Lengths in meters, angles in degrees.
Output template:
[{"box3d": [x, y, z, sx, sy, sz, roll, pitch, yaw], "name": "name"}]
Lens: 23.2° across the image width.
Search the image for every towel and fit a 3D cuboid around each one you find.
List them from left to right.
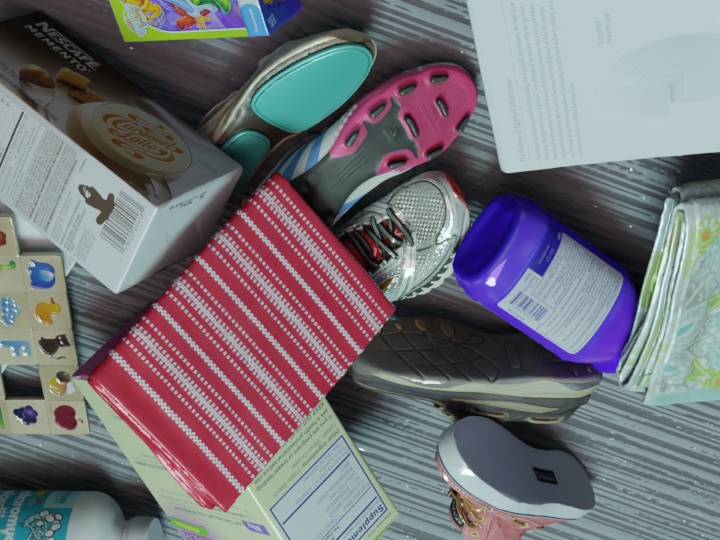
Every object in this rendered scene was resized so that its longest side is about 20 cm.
[{"box3d": [-0.081, 0.051, 1.217, 0.200, 0.022, 0.145, -48, 116, -16], "name": "towel"}, {"box3d": [0.290, 0.015, 1.263, 0.198, 0.048, 0.173, -4, 125, -22], "name": "towel"}]

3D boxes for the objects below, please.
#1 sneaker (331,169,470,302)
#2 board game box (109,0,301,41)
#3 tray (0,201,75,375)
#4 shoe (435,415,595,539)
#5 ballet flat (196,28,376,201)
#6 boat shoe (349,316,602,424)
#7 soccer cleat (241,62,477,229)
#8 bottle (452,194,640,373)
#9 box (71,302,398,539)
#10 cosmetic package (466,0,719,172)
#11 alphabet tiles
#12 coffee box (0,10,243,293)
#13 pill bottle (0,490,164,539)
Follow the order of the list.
[{"box3d": [0.000, 0.000, 1.295, 0.200, 0.082, 0.078, -40, 73, 23], "name": "sneaker"}, {"box3d": [-0.130, -0.256, 1.175, 0.133, 0.045, 0.202, 3, 123, 36], "name": "board game box"}, {"box3d": [-0.302, 0.011, 1.389, 0.107, 0.022, 0.200, 33, 118, -10], "name": "tray"}, {"box3d": [0.098, 0.173, 1.359, 0.091, 0.072, 0.199, -32, 149, 25], "name": "shoe"}, {"box3d": [-0.072, -0.120, 1.262, 0.200, 0.063, 0.067, -39, 136, 23], "name": "ballet flat"}, {"box3d": [0.085, 0.089, 1.342, 0.198, 0.075, 0.074, 6, 128, -9], "name": "boat shoe"}, {"box3d": [-0.008, -0.090, 1.274, 0.199, 0.086, 0.070, -38, 117, -1], "name": "soccer cleat"}, {"box3d": [0.161, 0.023, 1.292, 0.199, 0.065, 0.084, 32, 94, -30], "name": "bottle"}, {"box3d": [-0.096, 0.133, 1.339, 0.175, 0.097, 0.201, 2, 128, 53], "name": "box"}, {"box3d": [0.174, -0.174, 1.125, 0.198, 0.124, 0.200, -5, 148, 9], "name": "cosmetic package"}, {"box3d": [-0.309, 0.045, 1.393, 0.165, 0.008, 0.202, 0, 119, 7], "name": "alphabet tiles"}, {"box3d": [-0.199, -0.087, 1.230, 0.199, 0.114, 0.080, 38, 120, 14], "name": "coffee box"}, {"box3d": [-0.267, 0.239, 1.462, 0.198, 0.111, 0.112, -1, 119, 7], "name": "pill bottle"}]
